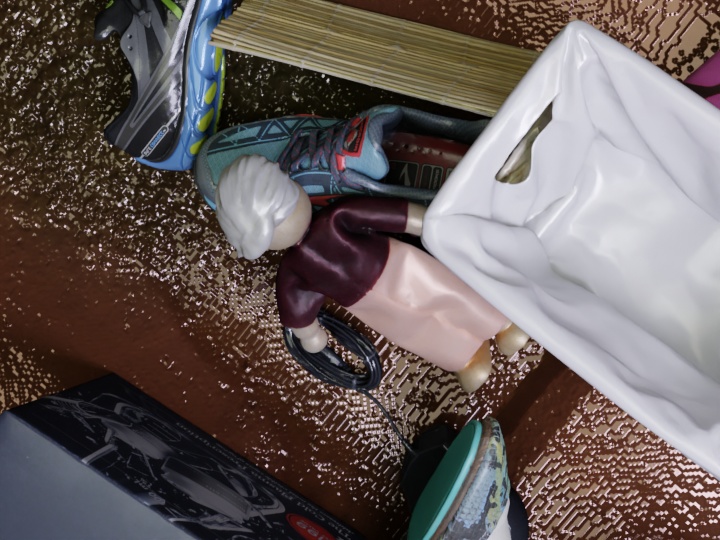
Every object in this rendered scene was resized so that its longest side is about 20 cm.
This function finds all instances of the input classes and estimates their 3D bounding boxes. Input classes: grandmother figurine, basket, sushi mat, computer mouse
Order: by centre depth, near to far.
[{"bbox_3d":[0.148,-0.005,0.717,0.199,0.123,0.136,38,93,13],"label":"basket"},{"bbox_3d":[0.000,0.000,0.815,0.199,0.061,0.122,32,109,-27],"label":"grandmother figurine"},{"bbox_3d":[0.017,-0.126,0.837,0.197,0.096,0.012,15,120,8],"label":"sushi mat"},{"bbox_3d":[0.029,0.096,0.879,0.200,0.034,0.059,49,125,8],"label":"computer mouse"}]

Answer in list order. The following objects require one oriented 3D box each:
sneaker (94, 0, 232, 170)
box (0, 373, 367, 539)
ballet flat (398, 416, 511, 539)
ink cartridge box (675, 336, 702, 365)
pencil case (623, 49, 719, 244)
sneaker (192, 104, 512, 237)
[{"bbox_3d":[-0.117,-0.163,0.864,0.081,0.071,0.203,8,97,2],"label":"sneaker"},{"bbox_3d":[-0.113,0.162,0.825,0.199,0.182,0.105,32,97,5],"label":"box"},{"bbox_3d":[0.049,0.167,0.840,0.074,0.074,0.201,35,123,6],"label":"ballet flat"},{"bbox_3d":[0.255,0.094,0.806,0.200,0.095,0.037,46,108,4],"label":"ink cartridge box"},{"bbox_3d":[0.223,-0.078,0.809,0.200,0.091,0.094,-43,51,10],"label":"pencil case"},{"bbox_3d":[-0.002,-0.068,0.832,0.197,0.096,0.080,1,68,5],"label":"sneaker"}]
